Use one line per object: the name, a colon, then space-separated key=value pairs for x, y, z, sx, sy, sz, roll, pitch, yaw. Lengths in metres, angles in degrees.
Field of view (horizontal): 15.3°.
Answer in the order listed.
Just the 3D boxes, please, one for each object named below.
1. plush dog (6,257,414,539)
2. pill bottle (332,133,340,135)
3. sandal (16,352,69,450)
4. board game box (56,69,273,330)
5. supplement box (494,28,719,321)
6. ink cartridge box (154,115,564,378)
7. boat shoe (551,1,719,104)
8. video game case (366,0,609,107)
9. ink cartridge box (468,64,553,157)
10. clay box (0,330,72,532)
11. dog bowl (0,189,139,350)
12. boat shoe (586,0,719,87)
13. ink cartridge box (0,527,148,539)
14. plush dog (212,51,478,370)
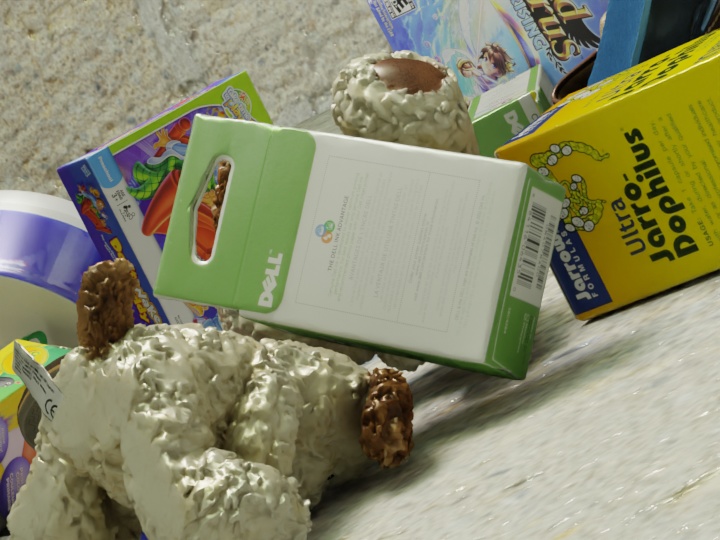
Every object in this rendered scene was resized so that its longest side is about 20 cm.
plush dog: x=-0.067 y=0.078 z=1.352 sx=0.171 sy=0.162 sz=0.199 roll=3 pitch=-11 yaw=-41
pill bottle: x=-0.080 y=-0.014 z=2.064 sx=0.199 sy=0.113 sz=0.113 roll=-27 pitch=7 yaw=6
sandal: x=-0.102 y=0.084 z=1.465 sx=0.199 sy=0.082 sz=0.055 roll=-1 pitch=47 yaw=20
board game box: x=-0.087 y=-0.007 z=1.697 sx=0.134 sy=0.201 sz=0.045 roll=-32 pitch=9 yaw=-32
supplement box: x=0.194 y=-0.067 z=1.454 sx=0.199 sy=0.110 sz=0.109 roll=-23 pitch=8 yaw=35
ink cartridge box: x=-0.001 y=-0.014 z=1.412 sx=0.199 sy=0.105 sz=0.059 roll=10 pitch=-6 yaw=27
boat shoe: x=0.180 y=-0.137 z=1.662 sx=0.200 sy=0.072 sz=0.072 roll=-40 pitch=27 yaw=62
video game case: x=0.122 y=-0.142 z=1.879 sx=0.181 sy=0.201 sz=0.045 roll=-22 pitch=12 yaw=40
ink cartridge box: x=0.116 y=-0.068 z=1.762 sx=0.059 sy=0.104 sz=0.200 roll=-26 pitch=8 yaw=8
clay box: x=-0.223 y=0.122 z=1.613 sx=0.047 sy=0.116 sz=0.200 roll=8 pitch=24 yaw=24
dog bowl: x=-0.216 y=0.047 z=1.754 sx=0.199 sy=0.200 sz=0.079 roll=-23 pitch=32 yaw=33
boat shoe: x=0.174 y=-0.094 z=1.578 sx=0.068 sy=0.201 sz=0.084 roll=5 pitch=28 yaw=-20
ink cartridge box: x=-0.127 y=0.135 z=1.522 sx=0.094 sy=0.037 sz=0.200 roll=-32 pitch=11 yaw=-33
plush dog: x=0.000 y=0.000 z=1.538 sx=0.171 sy=0.201 sz=0.161 roll=-18 pitch=-26 yaw=0
